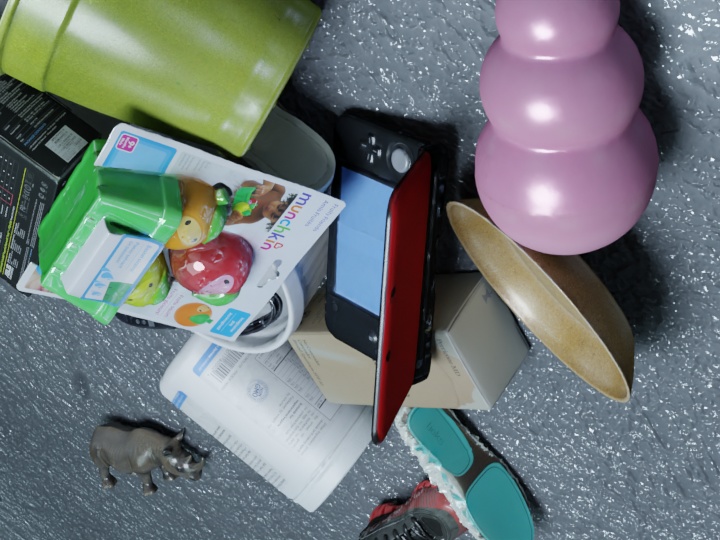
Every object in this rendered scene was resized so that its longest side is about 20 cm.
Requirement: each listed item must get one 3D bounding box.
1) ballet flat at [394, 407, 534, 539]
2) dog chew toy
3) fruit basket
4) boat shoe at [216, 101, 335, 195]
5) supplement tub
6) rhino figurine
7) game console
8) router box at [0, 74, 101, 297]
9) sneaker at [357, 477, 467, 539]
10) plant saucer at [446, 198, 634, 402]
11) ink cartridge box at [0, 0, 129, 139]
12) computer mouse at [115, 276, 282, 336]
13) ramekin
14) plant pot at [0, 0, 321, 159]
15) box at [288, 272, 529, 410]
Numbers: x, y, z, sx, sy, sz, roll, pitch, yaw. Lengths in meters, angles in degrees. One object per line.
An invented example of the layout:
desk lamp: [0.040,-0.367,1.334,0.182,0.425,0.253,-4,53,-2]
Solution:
ballet flat: [0.098,0.192,1.291,0.071,0.072,0.201,-19,111,51]
dog chew toy: [0.130,-0.112,0.864,0.123,0.125,0.202,14,131,31]
fruit basket: [-0.138,-0.015,1.024,0.198,0.094,0.185,21,129,-28]
boat shoe: [-0.098,-0.125,1.092,0.202,0.072,0.060,45,165,15]
supplement tub: [-0.088,0.129,1.324,0.199,0.132,0.132,39,146,0]
rhino figurine: [-0.267,0.233,1.671,0.198,0.060,0.088,-2,118,40]
game console: [0.000,0.000,1.027,0.172,0.118,0.202,26,122,41]
router box: [-0.301,-0.084,1.083,0.149,0.062,0.200,36,145,0]
sneaker: [0.053,0.279,1.393,0.071,0.098,0.200,43,144,-4]
plant saucer: [0.144,0.013,1.005,0.200,0.035,0.200,48,174,7]
ink cartridge box: [-0.296,-0.184,1.148,0.147,0.145,0.201,-16,118,50]
computer mouse: [-0.145,0.024,1.168,0.198,0.034,0.059,4,113,34]
ramekin: [-0.116,-0.034,1.188,0.198,0.105,0.201,24,142,20]
plant pot: [-0.139,-0.184,0.983,0.192,0.202,0.200,30,147,-8]
box: [0.039,0.063,1.176,0.199,0.078,0.095,-5,126,46]
